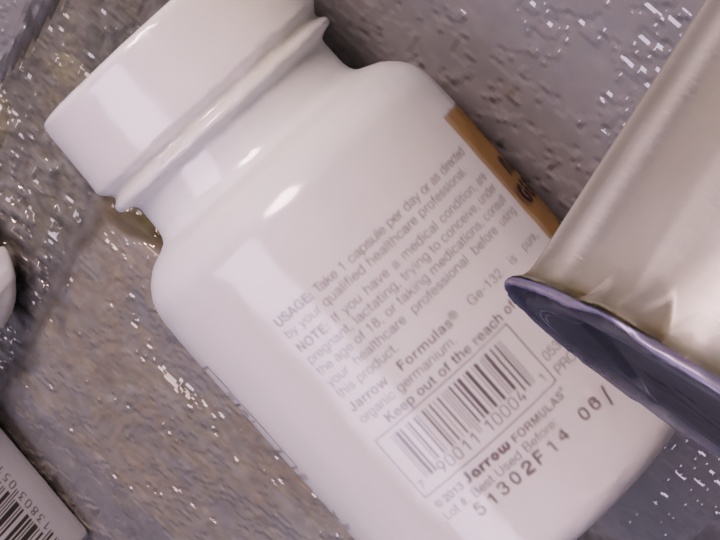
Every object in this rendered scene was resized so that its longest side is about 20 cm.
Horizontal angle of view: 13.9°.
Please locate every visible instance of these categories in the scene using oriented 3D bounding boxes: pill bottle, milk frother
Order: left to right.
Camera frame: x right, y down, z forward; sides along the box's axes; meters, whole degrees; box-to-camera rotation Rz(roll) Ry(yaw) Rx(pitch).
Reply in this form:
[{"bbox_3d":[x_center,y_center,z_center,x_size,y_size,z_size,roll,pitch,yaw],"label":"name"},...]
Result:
[{"bbox_3d":[0.000,0.000,0.921,0.200,0.114,0.114,48,143,-3],"label":"pill bottle"},{"bbox_3d":[0.172,-0.017,0.658,0.180,0.189,0.200,35,175,-33],"label":"milk frother"}]

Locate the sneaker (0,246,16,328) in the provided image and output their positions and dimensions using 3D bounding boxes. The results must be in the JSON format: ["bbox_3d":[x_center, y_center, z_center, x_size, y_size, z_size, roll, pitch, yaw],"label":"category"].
[{"bbox_3d":[-0.228,-0.030,1.139,0.200,0.081,0.075,37,144,14],"label":"sneaker"}]

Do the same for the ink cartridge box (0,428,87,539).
[{"bbox_3d":[-0.227,0.085,1.258,0.200,0.047,0.160,-22,112,48],"label":"ink cartridge box"}]
